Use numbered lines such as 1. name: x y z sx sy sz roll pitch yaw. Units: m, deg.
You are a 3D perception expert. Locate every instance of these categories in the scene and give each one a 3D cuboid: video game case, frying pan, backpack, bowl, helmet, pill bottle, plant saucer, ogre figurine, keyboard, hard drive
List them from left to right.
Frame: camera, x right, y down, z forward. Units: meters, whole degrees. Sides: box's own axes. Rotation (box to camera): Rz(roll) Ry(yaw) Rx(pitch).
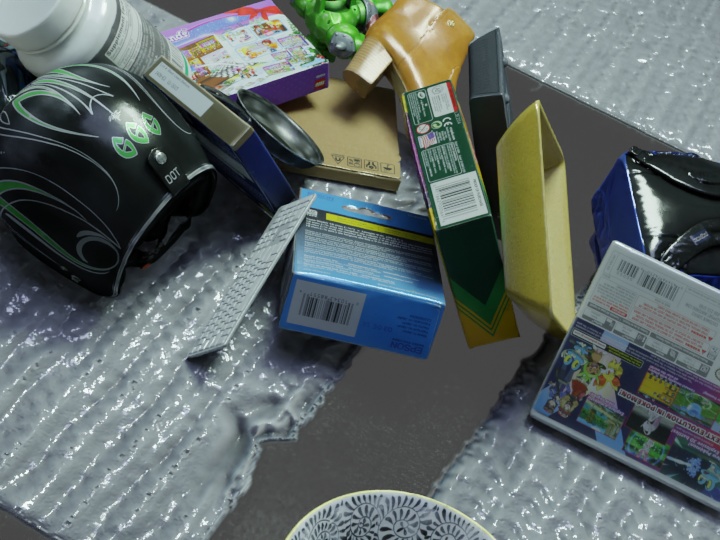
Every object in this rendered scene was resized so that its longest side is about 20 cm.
1. helmet: -0.246 -0.093 1.276 0.190 0.200 0.200 39 44 6
2. pill bottle: -0.263 -0.218 1.369 0.200 0.113 0.113 40 15 -53
3. keyboard: -0.099 0.003 1.302 0.011 0.056 0.200 43 51 -18
4. frying pan: -0.096 -0.139 1.406 0.115 0.031 0.190 44 16 6
5. ogre figurine: -0.010 -0.289 1.639 0.119 0.098 0.201 3 54 -34
6. bowl: 0.023 0.273 1.051 0.200 0.094 0.201 11 42 -10
7. hard drive: 0.143 -0.137 1.466 0.042 0.201 0.135 -6 42 9
8. plant saucer: 0.167 -0.037 1.339 0.048 0.200 0.201 -5 77 15
9. video game case: 0.283 0.097 1.292 0.199 0.183 0.023 26 3 8
10. backpack: 0.344 -0.026 1.427 0.199 0.168 0.163 2 63 -13

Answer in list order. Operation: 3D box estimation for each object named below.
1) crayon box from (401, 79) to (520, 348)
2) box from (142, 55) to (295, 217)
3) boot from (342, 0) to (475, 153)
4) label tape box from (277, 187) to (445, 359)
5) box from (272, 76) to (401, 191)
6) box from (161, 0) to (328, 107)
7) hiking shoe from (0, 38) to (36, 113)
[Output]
1. crayon box: 0.098 -0.055 1.368 0.058 0.173 0.201 -16 46 5
2. box: -0.129 -0.121 1.354 0.121 0.200 0.032 39 81 21
3. boot: 0.091 -0.209 1.550 0.201 0.071 0.144 41 68 -3
4. label tape box: 0.000 0.000 1.347 0.143 0.064 0.200 13 24 -6
5. box: -0.055 -0.163 1.541 0.199 0.021 0.164 9 43 -11
6. box: -0.152 -0.220 1.520 0.199 0.039 0.137 -21 50 -22
7. hiking shoe: -0.334 -0.188 1.401 0.086 0.075 0.200 12 24 -17
